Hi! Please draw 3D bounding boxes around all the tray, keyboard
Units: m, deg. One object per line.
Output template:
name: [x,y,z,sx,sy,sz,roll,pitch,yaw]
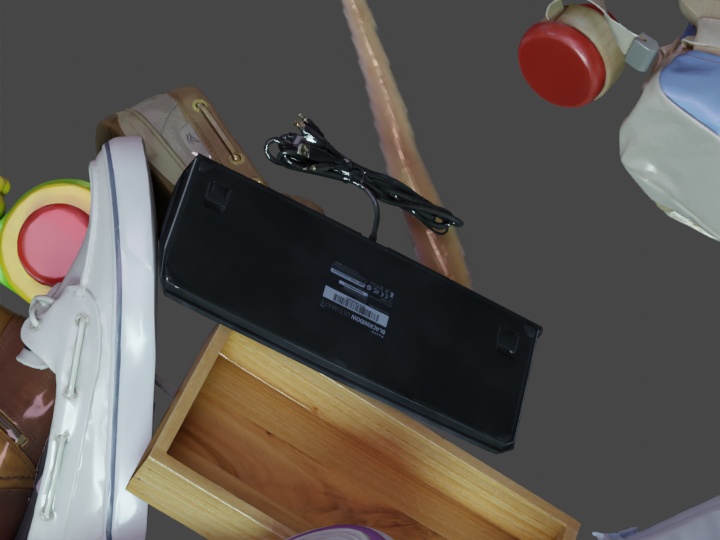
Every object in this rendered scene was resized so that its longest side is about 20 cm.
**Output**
tray: [-0.001,0.111,0.964,0.200,0.037,0.099,33,47,-7]
keyboard: [0.000,0.000,1.003,0.199,0.021,0.127,27,57,-17]

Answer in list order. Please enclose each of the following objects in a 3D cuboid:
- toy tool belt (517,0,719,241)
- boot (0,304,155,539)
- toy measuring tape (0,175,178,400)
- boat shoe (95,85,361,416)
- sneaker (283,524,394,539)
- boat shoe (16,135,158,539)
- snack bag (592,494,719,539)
toy tool belt: [0.186,-0.085,1.004,0.200,0.125,0.123,36,54,10]
boot: [-0.234,0.082,1.041,0.200,0.068,0.189,32,85,14]
toy measuring tape: [-0.115,0.010,1.044,0.200,0.074,0.074,34,85,4]
boat shoe: [-0.048,-0.013,1.032,0.066,0.074,0.200,-36,82,-25]
sneaker: [-0.066,0.184,0.890,0.199,0.075,0.100,-18,119,-5]
boat shoe: [-0.130,0.036,0.981,0.065,0.072,0.201,2,94,-7]
snack bag: [0.189,0.188,0.907,0.021,0.188,0.201,-31,78,33]
